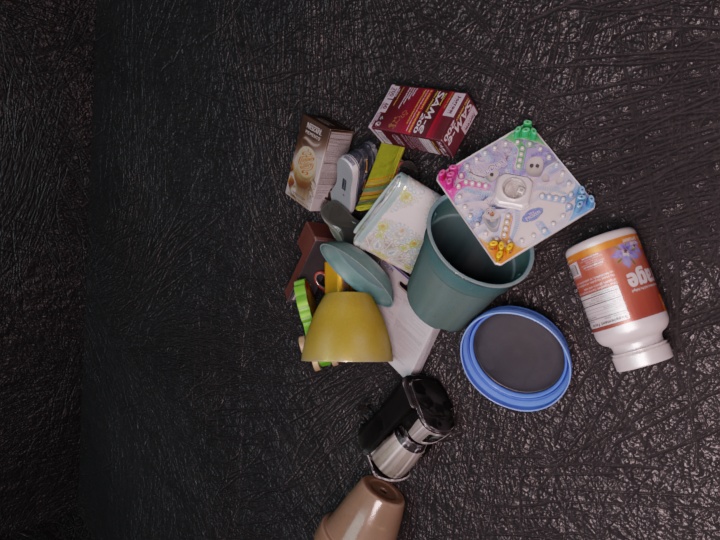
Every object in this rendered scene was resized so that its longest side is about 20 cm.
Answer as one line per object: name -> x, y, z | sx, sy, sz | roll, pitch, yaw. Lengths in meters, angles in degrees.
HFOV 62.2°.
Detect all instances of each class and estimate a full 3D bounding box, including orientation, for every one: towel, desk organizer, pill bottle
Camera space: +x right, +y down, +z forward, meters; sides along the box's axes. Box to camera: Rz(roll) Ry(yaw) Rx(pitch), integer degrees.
towel -> 0.048, -0.219, 1.256 | 0.085, 0.018, 0.203 | -2, 62, 51
desk organizer -> -0.131, -0.019, 1.499 | 0.202, 0.071, 0.078 | -62, 40, 31
towel -> 0.097, -0.087, 1.200 | 0.200, 0.169, 0.049 | -49, 25, 40
pill bottle -> 0.402, 0.046, 0.920 | 0.111, 0.111, 0.204 | -27, 75, 44

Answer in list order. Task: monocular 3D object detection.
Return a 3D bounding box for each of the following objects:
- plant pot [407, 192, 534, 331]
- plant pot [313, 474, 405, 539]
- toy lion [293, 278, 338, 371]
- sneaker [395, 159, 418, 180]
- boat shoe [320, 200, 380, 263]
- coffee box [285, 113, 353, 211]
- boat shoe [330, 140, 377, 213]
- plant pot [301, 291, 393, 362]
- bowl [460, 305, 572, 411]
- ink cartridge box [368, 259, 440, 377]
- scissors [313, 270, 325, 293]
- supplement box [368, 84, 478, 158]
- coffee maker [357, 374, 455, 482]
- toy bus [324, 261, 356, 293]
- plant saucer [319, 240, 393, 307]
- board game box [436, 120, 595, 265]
plant pot -> 0.181, -0.001, 1.085 | 0.202, 0.197, 0.197 | 58, 149, 24
plant pot -> 0.015, 0.571, 1.353 | 0.199, 0.199, 0.177 | 31, 99, 40
toy lion -> -0.117, 0.124, 1.450 | 0.201, 0.067, 0.195 | 71, -176, -63
sneaker -> 0.063, -0.146, 1.297 | 0.093, 0.069, 0.204 | 35, 118, 52
boat shoe -> -0.020, -0.076, 1.361 | 0.202, 0.074, 0.065 | 46, 169, 28
coffee box -> -0.102, -0.259, 1.441 | 0.114, 0.079, 0.203 | 35, 119, 38
boat shoe -> -0.009, -0.204, 1.363 | 0.071, 0.090, 0.201 | 45, 154, 15
plant pot -> -0.028, 0.122, 1.277 | 0.198, 0.198, 0.145 | -8, 79, 46
bowl -> 0.277, 0.156, 1.066 | 0.197, 0.039, 0.204 | 14, 121, 25
ink cartridge box -> 0.087, 0.102, 1.310 | 0.199, 0.040, 0.203 | 42, 123, 36
scissors -> -0.061, 0.087, 1.480 | 0.072, 0.014, 0.204 | -13, 99, 13
supplement box -> 0.121, -0.300, 1.184 | 0.198, 0.061, 0.110 | 22, 80, 42
coffee maker -> 0.085, 0.312, 1.263 | 0.193, 0.134, 0.201 | 50, 123, 23
toy bus -> -0.041, 0.037, 1.412 | 0.064, 0.077, 0.205 | 6, 99, 45
plant saucer -> 0.000, 0.000, 1.266 | 0.198, 0.201, 0.036 | 26, 69, 42
board game box -> 0.261, -0.139, 1.014 | 0.198, 0.026, 0.202 | -30, 67, -3
